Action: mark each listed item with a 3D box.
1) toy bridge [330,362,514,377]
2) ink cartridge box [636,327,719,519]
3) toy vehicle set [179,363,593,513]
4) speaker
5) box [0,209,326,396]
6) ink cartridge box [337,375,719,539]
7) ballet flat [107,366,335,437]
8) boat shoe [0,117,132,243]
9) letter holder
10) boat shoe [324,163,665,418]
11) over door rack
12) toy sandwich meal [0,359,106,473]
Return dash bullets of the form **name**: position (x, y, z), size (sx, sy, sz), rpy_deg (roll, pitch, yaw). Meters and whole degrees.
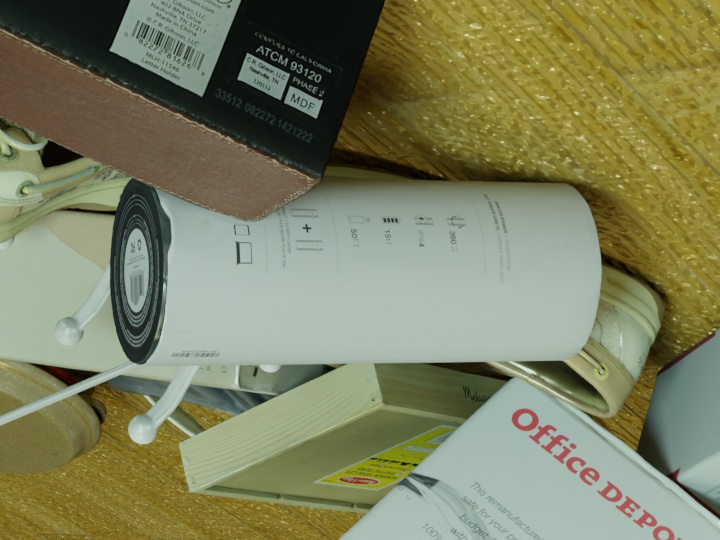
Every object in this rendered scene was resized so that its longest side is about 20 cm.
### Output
- **toy bridge**: position (0.008, 0.035, 1.267), size (0.200, 0.027, 0.067), rpy_deg (8, 158, 23)
- **ink cartridge box**: position (0.248, 0.101, 1.165), size (0.200, 0.083, 0.146), rpy_deg (22, 157, -9)
- **toy vehicle set**: position (0.018, 0.088, 1.241), size (0.124, 0.027, 0.200), rpy_deg (-26, 157, 30)
- **speaker**: position (0.000, 0.000, 1.036), size (0.200, 0.081, 0.081), rpy_deg (0, 164, -22)
- **box**: position (-0.121, 0.013, 1.215), size (0.200, 0.078, 0.095), rpy_deg (6, 178, 25)
- **ink cartridge box**: position (0.061, 0.168, 1.141), size (0.145, 0.200, 0.083), rpy_deg (39, 158, 27)
- **ballet flat**: position (-0.050, 0.074, 1.339), size (0.200, 0.073, 0.073), rpy_deg (22, 157, -6)
- **boat shoe**: position (-0.136, -0.060, 1.010), size (0.073, 0.200, 0.063), rpy_deg (50, 126, 20)
- **letter holder**: position (-0.113, -0.101, 0.958), size (0.200, 0.101, 0.142), rpy_deg (25, 158, -17)
- **boat shoe**: position (0.044, 0.010, 1.133), size (0.200, 0.066, 0.074), rpy_deg (20, 157, -5)
- **over door rack**: position (-0.148, 0.013, 1.077), size (0.148, 0.200, 0.067), rpy_deg (49, 137, 33)
- **toy sandwich meal**: position (-0.247, 0.057, 1.468), size (0.205, 0.070, 0.205), rpy_deg (11, 155, 5)
